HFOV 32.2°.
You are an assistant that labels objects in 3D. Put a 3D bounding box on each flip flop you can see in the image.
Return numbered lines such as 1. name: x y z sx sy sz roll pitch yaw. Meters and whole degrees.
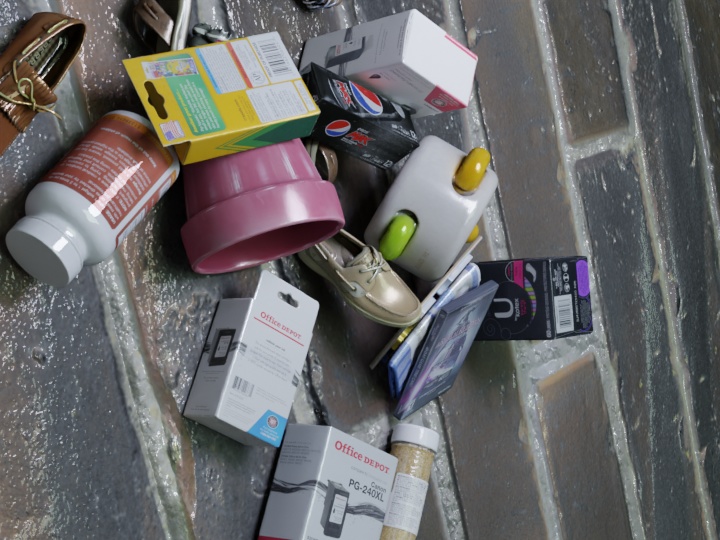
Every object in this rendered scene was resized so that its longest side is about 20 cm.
1. flip flop: -0.245 -0.291 1.501 0.058 0.081 0.200 6 87 -27
2. flip flop: -0.058 -0.147 1.668 0.058 0.081 0.200 15 59 -16

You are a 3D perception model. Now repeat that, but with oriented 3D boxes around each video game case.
1. video game case: 0.124 0.115 1.804 0.143 0.019 0.200 -25 144 -50

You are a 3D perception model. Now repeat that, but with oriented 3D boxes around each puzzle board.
1. puzzle board: 0.097 0.048 1.789 0.017 0.151 0.200 40 53 3

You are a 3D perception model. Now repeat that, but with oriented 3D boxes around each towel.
1. towel: 0.108 0.090 1.790 0.200 0.024 0.147 -49 160 -18

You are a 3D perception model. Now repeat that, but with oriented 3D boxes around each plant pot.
1. plant pot: -0.137 -0.110 1.531 0.200 0.200 0.179 -7 76 -47

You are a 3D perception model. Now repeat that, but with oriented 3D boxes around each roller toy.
1. roller toy: 0.105 -0.085 1.753 0.140 0.182 0.200 31 88 1

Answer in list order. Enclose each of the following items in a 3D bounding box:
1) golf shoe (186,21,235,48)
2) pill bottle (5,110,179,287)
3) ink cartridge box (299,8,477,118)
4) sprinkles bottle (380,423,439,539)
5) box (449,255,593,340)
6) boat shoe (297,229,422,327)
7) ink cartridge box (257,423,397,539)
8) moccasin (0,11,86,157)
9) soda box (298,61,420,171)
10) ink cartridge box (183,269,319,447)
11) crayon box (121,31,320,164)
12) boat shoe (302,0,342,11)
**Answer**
1. golf shoe: -0.154 -0.241 1.611 0.200 0.077 0.088 28 89 -42
2. pill bottle: -0.301 -0.079 1.395 0.112 0.112 0.200 56 50 -27
3. ink cartridge box: 0.035 -0.271 1.705 0.146 0.200 0.085 27 68 -42
4. sprinkles bottle: 0.060 0.322 1.775 0.068 0.068 0.200 31 64 -41
5. box: 0.238 0.043 1.893 0.106 0.200 0.122 -4 90 -47
6. boat shoe: 0.000 0.000 1.664 0.200 0.065 0.072 39 58 10
7. ink cartridge box: -0.045 0.317 1.642 0.145 0.083 0.200 32 65 -41
8. moccasin: -0.362 -0.200 1.361 0.201 0.078 0.074 -61 143 -33
9. soda box: -0.013 -0.200 1.640 0.200 0.071 0.063 19 46 -47
10. ink cartridge box: -0.135 0.112 1.587 0.116 0.067 0.200 34 63 -40
11. crayon box: -0.164 -0.198 1.438 0.200 0.052 0.126 -16 67 -29
12. boat shoe: -0.051 -0.397 1.718 0.200 0.072 0.072 -26 107 -45
